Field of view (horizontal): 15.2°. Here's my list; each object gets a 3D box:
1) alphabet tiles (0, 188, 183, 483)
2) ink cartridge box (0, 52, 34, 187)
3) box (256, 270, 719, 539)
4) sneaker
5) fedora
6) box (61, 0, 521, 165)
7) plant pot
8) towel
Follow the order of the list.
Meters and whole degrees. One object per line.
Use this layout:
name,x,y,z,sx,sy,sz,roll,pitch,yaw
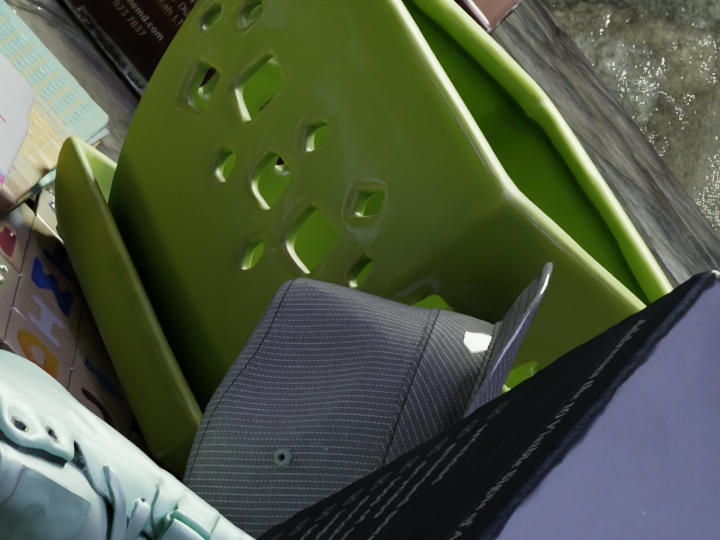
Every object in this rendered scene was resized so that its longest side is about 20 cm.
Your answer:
alphabet tiles,-0.112,0.020,1.070,0.200,0.008,0.167,48,14,-17
ink cartridge box,-0.180,-0.053,0.905,0.117,0.067,0.200,48,15,-14
box,0.012,0.129,0.613,0.124,0.197,0.200,49,46,-3
sneaker,-0.076,0.095,0.800,0.200,0.074,0.118,38,3,16
fedora,-0.013,0.074,0.920,0.090,0.200,0.177,22,4,2
box,-0.031,-0.149,1.449,0.166,0.164,0.200,50,13,-2
plant pot,0.000,0.000,1.085,0.199,0.181,0.200,37,20,-48
towel,-0.174,-0.093,1.119,0.147,0.022,0.200,49,12,-6
